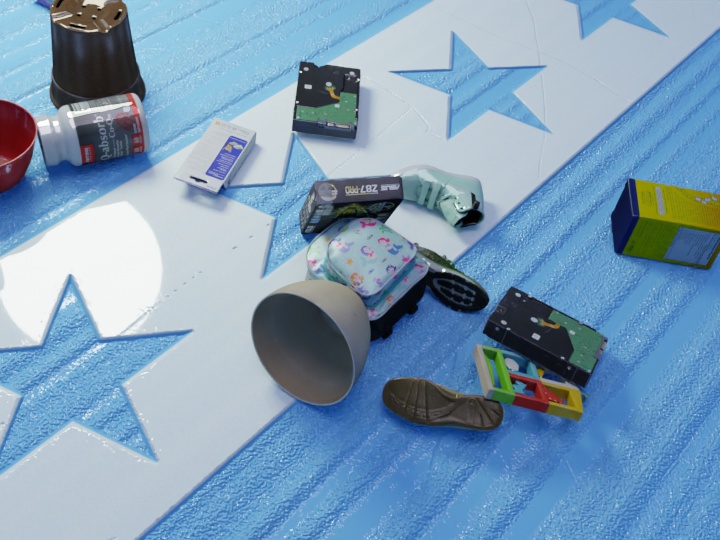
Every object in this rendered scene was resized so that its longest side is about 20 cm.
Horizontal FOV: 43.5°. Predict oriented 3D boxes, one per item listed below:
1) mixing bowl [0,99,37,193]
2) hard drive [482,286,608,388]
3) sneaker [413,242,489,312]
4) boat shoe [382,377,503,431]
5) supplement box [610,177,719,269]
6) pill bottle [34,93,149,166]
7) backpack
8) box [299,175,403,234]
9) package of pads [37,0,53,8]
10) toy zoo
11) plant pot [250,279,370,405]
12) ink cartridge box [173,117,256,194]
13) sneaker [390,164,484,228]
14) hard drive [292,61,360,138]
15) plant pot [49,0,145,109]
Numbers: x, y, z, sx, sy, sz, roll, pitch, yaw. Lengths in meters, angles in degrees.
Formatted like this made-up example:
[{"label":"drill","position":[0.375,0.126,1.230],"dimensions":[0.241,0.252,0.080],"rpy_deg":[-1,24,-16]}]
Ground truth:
[{"label":"mixing bowl","position":[-0.689,-0.211,1.659],"dimensions":[0.196,0.109,0.202],"rpy_deg":[4,47,-4]},{"label":"hard drive","position":[0.325,0.114,1.579],"dimensions":[0.198,0.038,0.140],"rpy_deg":[27,34,14]},{"label":"sneaker","position":[0.155,0.000,1.652],"dimensions":[0.198,0.078,0.089],"rpy_deg":[30,42,13]},{"label":"boat shoe","position":[0.133,0.222,1.469],"dimensions":[0.197,0.063,0.075],"rpy_deg":[7,75,5]},{"label":"supplement box","position":[0.609,-0.092,1.778],"dimensions":[0.196,0.110,0.111],"rpy_deg":[10,48,-1]},{"label":"pill bottle","position":[-0.515,-0.266,1.733],"dimensions":[0.197,0.117,0.117],"rpy_deg":[-16,53,-21]},{"label":"backpack","position":[0.000,0.000,1.576],"dimensions":[0.199,0.152,0.177],"rpy_deg":[35,59,26]},{"label":"box","position":[-0.021,-0.116,1.635],"dimensions":[0.158,0.200,0.050],"rpy_deg":[-2,78,-13]},{"label":"package of pads","position":[-0.649,-0.666,2.081],"dimensions":[0.120,0.076,0.200],"rpy_deg":[33,52,15]},{"label":"toy zoo","position":[0.290,0.188,1.499],"dimensions":[0.197,0.021,0.132],"rpy_deg":[15,27,-10]},{"label":"plant pot","position":[-0.060,0.095,1.458],"dimensions":[0.198,0.202,0.134],"rpy_deg":[30,40,16]},{"label":"ink cartridge box","position":[-0.286,-0.221,1.786],"dimensions":[0.093,0.037,0.201],"rpy_deg":[19,47,6]},{"label":"sneaker","position":[0.151,-0.140,1.761],"dimensions":[0.197,0.075,0.119],"rpy_deg":[4,42,-9]},{"label":"hard drive","position":[-0.072,-0.367,1.937],"dimensions":[0.137,0.038,0.202],"rpy_deg":[6,48,-5]},{"label":"plant pot","position":[-0.540,-0.445,1.828],"dimensions":[0.196,0.200,0.203],"rpy_deg":[5,48,-6]}]
